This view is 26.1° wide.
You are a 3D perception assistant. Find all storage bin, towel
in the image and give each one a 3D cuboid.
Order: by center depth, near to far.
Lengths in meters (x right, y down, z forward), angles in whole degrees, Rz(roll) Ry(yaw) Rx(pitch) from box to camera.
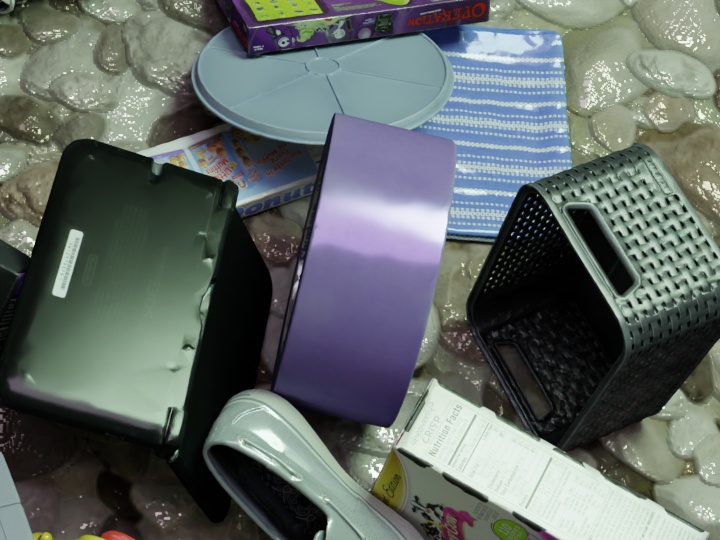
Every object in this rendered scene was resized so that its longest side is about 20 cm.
[{"bbox_3d":[0.160,0.024,1.064,0.094,0.200,0.135,-20,66,-21],"label":"storage bin"},{"bbox_3d":[0.099,-0.113,1.233,0.145,0.024,0.200,4,61,-8],"label":"towel"}]

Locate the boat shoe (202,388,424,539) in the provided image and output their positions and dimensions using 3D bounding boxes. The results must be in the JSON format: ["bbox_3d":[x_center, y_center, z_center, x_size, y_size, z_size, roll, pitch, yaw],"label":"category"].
[{"bbox_3d":[-0.027,0.168,0.996,0.201,0.070,0.072,48,37,-5],"label":"boat shoe"}]

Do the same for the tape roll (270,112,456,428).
[{"bbox_3d":[0.000,0.000,1.048,0.085,0.200,0.200,12,60,-4],"label":"tape roll"}]

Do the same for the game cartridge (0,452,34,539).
[{"bbox_3d":[-0.204,0.216,0.926,0.041,0.133,0.200,-15,65,-18],"label":"game cartridge"}]

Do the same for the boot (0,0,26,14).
[{"bbox_3d":[-0.286,-0.214,1.195,0.200,0.073,0.090,-1,68,-2],"label":"boot"}]

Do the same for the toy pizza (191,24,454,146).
[{"bbox_3d":[-0.029,-0.143,1.188,0.200,0.032,0.200,2,37,-1],"label":"toy pizza"}]

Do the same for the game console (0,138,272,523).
[{"bbox_3d":[-0.141,0.041,1.029,0.176,0.116,0.200,17,57,-12],"label":"game console"}]

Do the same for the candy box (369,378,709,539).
[{"bbox_3d":[0.106,0.168,1.012,0.200,0.136,0.061,29,59,7],"label":"candy box"}]

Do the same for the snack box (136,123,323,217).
[{"bbox_3d":[-0.077,-0.083,1.180,0.200,0.024,0.072,-21,66,-21],"label":"snack box"}]

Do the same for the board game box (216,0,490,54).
[{"bbox_3d":[-0.010,-0.222,1.244,0.200,0.032,0.120,-10,42,-16],"label":"board game box"}]

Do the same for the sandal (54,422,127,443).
[{"bbox_3d":[-0.221,0.046,1.060,0.200,0.080,0.054,26,38,9],"label":"sandal"}]

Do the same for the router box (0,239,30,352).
[{"bbox_3d":[-0.325,0.016,1.014,0.200,0.051,0.149,30,101,8],"label":"router box"}]

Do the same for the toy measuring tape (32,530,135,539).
[{"bbox_3d":[-0.129,0.219,0.975,0.200,0.074,0.074,30,60,7],"label":"toy measuring tape"}]
